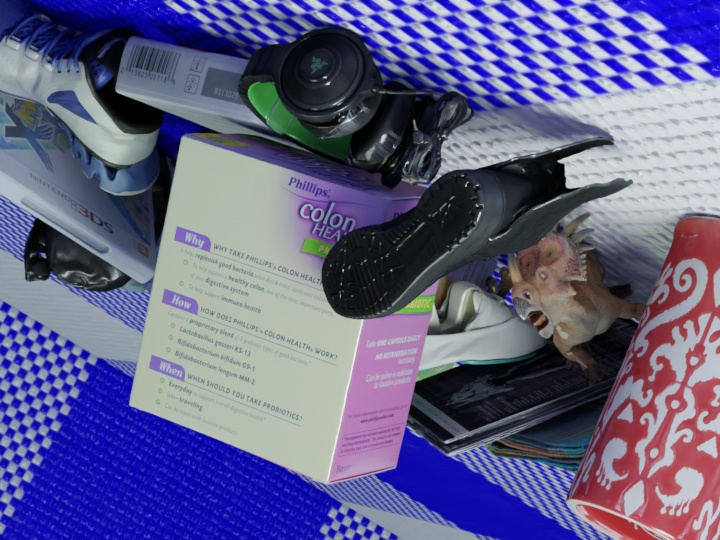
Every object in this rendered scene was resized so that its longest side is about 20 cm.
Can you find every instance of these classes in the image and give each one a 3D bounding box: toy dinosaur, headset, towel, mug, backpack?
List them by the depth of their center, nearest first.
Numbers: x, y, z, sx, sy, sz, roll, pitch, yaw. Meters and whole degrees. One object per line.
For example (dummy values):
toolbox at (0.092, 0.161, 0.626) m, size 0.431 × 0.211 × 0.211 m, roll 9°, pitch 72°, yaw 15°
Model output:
mug at (0.236, 0.095, 1.416) m, size 0.133 × 0.201 × 0.177 m, roll 12°, pitch 160°, yaw 50°
headset at (-0.003, -0.094, 1.422) m, size 0.123 × 0.094 × 0.199 m, roll 36°, pitch 159°, yaw -33°
toy dinosaur at (0.143, 0.004, 1.557) m, size 0.136 × 0.086 × 0.200 m, roll 44°, pitch -179°, yaw -19°
towel at (0.202, 0.093, 1.579) m, size 0.146 × 0.199 × 0.022 m, roll 3°, pitch 114°, yaw 63°
backpack at (-0.229, -0.046, 2.001) m, size 0.126 × 0.168 × 0.200 m, roll 24°, pitch 175°, yaw -5°

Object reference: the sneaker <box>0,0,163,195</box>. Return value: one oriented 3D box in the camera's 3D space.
sneaker at (-0.219, -0.161, 1.694) m, size 0.199 × 0.081 × 0.115 m, roll 43°, pitch 144°, yaw 7°

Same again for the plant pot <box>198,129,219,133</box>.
plant pot at (-0.090, 0.004, 1.823) m, size 0.199 × 0.175 × 0.200 m, roll 28°, pitch 169°, yaw 6°

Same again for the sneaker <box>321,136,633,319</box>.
sneaker at (0.069, -0.026, 1.380) m, size 0.104 × 0.060 × 0.200 m, roll -10°, pitch 163°, yaw -42°

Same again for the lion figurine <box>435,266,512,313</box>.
lion figurine at (0.050, 0.020, 1.670) m, size 0.200 × 0.123 × 0.072 m, roll 48°, pitch 166°, yaw -34°

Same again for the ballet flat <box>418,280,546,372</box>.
ballet flat at (0.059, 0.041, 1.614) m, size 0.199 × 0.070 × 0.069 m, roll -8°, pitch -171°, yaw -33°

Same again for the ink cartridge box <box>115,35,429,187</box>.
ink cartridge box at (-0.058, -0.117, 1.624) m, size 0.162 × 0.050 × 0.199 m, roll 16°, pitch -179°, yaw 43°

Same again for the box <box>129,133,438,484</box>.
box at (-0.049, 0.022, 1.520) m, size 0.175 × 0.201 × 0.097 m, roll 18°, pitch -168°, yaw 30°

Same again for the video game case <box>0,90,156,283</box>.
video game case at (-0.242, -0.103, 1.781) m, size 0.182 × 0.022 × 0.201 m, roll 35°, pitch -151°, yaw -34°

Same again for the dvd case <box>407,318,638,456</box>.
dvd case at (0.130, 0.082, 1.632) m, size 0.149 × 0.199 × 0.016 m, roll -150°, pitch 42°, yaw -70°

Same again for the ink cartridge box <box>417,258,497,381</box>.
ink cartridge box at (0.000, 0.000, 1.716) m, size 0.200 × 0.118 × 0.067 m, roll 29°, pitch 171°, yaw -34°
